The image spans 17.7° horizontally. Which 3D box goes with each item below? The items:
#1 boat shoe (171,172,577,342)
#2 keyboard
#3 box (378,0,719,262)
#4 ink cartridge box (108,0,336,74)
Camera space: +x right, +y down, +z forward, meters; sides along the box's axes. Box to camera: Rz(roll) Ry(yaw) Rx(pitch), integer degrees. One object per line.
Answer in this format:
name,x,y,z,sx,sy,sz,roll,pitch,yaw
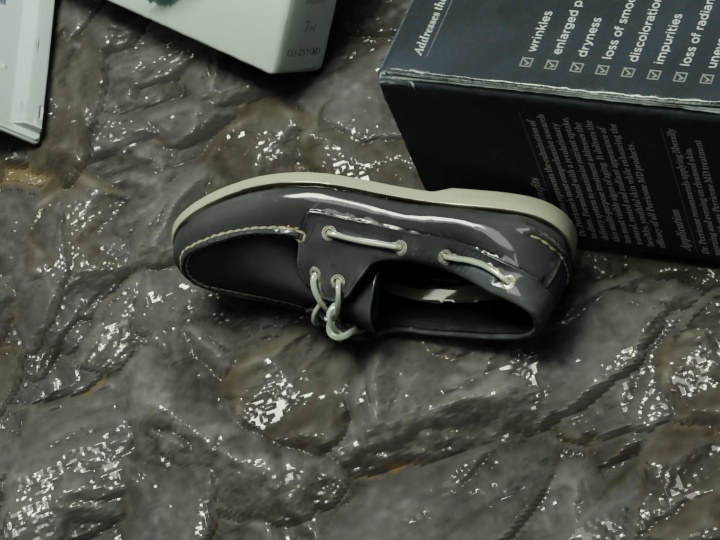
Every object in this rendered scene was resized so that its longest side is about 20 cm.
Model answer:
boat shoe,0.000,0.000,1.091,0.200,0.073,0.063,1,51,16
keyboard,-0.199,-0.156,1.305,0.056,0.011,0.200,18,48,-22
box,0.143,-0.120,1.097,0.197,0.124,0.200,10,58,25
ink cartridge box,-0.086,-0.219,1.244,0.200,0.174,0.044,27,23,35
